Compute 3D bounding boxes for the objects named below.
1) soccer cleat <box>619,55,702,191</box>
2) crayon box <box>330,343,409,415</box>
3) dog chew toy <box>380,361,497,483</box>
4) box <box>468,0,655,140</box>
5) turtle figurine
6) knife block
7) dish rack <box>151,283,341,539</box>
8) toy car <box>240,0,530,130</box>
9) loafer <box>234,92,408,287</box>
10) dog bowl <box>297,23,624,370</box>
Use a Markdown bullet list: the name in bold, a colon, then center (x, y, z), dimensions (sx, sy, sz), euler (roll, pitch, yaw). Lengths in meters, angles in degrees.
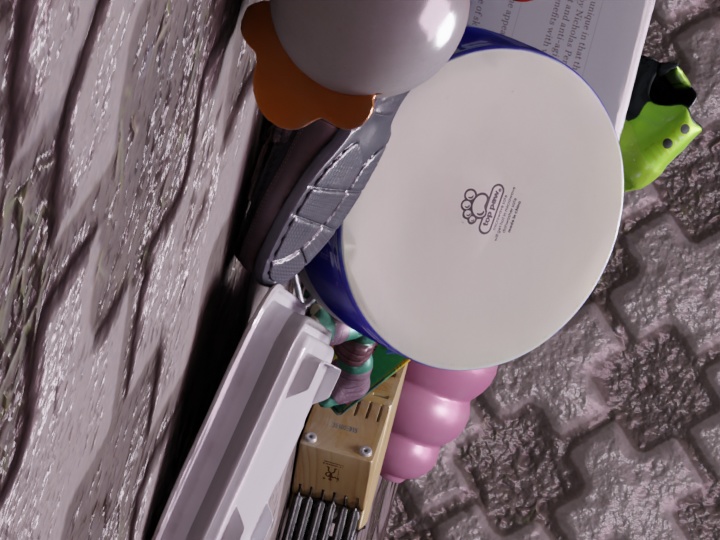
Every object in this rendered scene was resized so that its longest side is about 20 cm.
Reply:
- **soccer cleat**: center (0.186, -0.119, 1.628), dimensions (0.081, 0.068, 0.200), euler (-35, -153, 11)
- **crayon box**: center (0.049, 0.019, 1.754), dimensions (0.200, 0.058, 0.119), euler (-40, 178, 7)
- **dog chew toy**: center (0.068, 0.129, 2.504), dimensions (0.125, 0.124, 0.201), euler (-38, 151, -81)
- **box**: center (0.097, -0.165, 1.588), dimensions (0.199, 0.130, 0.201), euler (171, -64, -72)
- **turtle figurine**: center (0.000, 0.000, 1.571), dimensions (0.200, 0.100, 0.150), euler (107, 1, -56)
- **knife block**: center (-0.019, 0.176, 1.988), dimensions (0.201, 0.064, 0.176), euler (-70, 173, -46)
- **dish rack**: center (-0.059, 0.098, 1.345), dimensions (0.200, 0.043, 0.172), euler (49, 64, -84)
- **toy car**: center (0.008, -0.160, 1.116), dimensions (0.200, 0.177, 0.184), euler (-47, 160, 2)
- **loafer**: center (-0.017, -0.088, 1.298), dimensions (0.201, 0.063, 0.072), euler (-59, 157, 8)
- **dog bowl**: center (0.056, -0.045, 1.415), dimensions (0.079, 0.199, 0.201), euler (28, -73, 58)
